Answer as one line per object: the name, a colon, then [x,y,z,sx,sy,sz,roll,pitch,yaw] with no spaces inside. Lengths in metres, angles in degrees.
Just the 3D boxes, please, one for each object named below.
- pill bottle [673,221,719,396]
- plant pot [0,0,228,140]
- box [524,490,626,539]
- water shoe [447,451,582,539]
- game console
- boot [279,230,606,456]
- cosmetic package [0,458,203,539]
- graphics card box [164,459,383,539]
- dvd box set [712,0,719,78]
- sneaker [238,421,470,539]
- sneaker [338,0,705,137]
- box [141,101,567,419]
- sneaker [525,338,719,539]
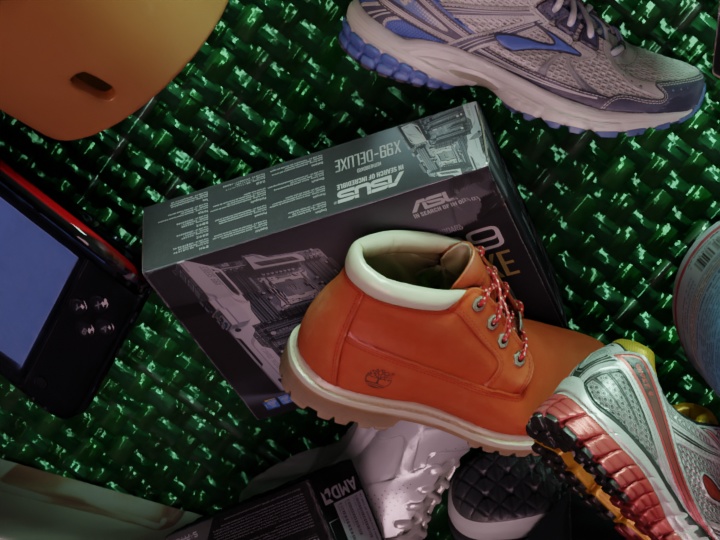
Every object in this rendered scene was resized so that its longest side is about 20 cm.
pill bottle: [0.234,0.040,0.835,0.107,0.200,0.110,-1,105,-3]
plant pot: [-0.157,-0.161,0.814,0.199,0.201,0.140,-30,126,19]
box: [0.121,0.249,0.964,0.140,0.079,0.201,30,118,-13]
water shoe: [0.152,0.143,0.998,0.197,0.072,0.079,0,143,5]
game console: [-0.222,-0.019,0.892,0.199,0.119,0.173,37,116,9]
boot: [0.066,0.036,0.865,0.197,0.076,0.108,8,130,-21]
cosmetic package: [-0.193,0.195,1.037,0.197,0.087,0.104,17,115,-1]
graphics card box: [-0.024,0.224,0.942,0.125,0.051,0.202,-26,85,36]
dvd box set: [0.264,-0.172,0.785,0.198,0.029,0.148,-12,119,-23]
sneaker: [0.023,0.132,0.971,0.199,0.078,0.100,-36,69,29]
sneaker: [0.091,-0.129,0.858,0.197,0.077,0.086,14,113,-1]
box: [0.000,0.000,0.908,0.198,0.050,0.158,-16,141,13]
sneaker: [0.179,0.119,0.870,0.082,0.078,0.200,-49,113,-18]
